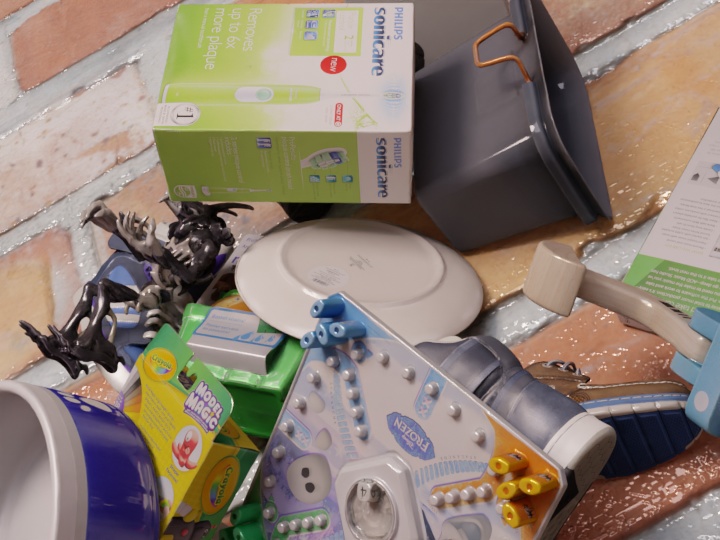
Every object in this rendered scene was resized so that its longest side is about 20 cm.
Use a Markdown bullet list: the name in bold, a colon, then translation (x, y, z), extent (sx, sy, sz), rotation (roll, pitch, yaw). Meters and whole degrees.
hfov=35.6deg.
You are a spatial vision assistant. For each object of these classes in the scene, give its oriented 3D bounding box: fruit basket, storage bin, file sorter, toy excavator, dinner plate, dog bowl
- **fruit basket**: translation (-0.063, 0.037, 0.907), extent (0.183, 0.094, 0.201), rotation (8, 49, 26)
- **storage bin**: translation (0.111, -0.120, 0.931), extent (0.133, 0.146, 0.202), rotation (-23, 44, 22)
- **file sorter**: translation (0.063, -0.279, 1.041), extent (0.137, 0.201, 0.126), rotation (-11, 45, 19)
- **toy excavator**: translation (0.221, 0.048, 0.705), extent (0.200, 0.192, 0.101), rotation (42, 117, 60)
- **dinner plate**: translation (0.000, 0.000, 0.885), extent (0.197, 0.025, 0.201), rotation (3, 31, -2)
- **dog bowl**: translation (-0.221, 0.178, 0.739), extent (0.199, 0.078, 0.203), rotation (-18, 64, 41)

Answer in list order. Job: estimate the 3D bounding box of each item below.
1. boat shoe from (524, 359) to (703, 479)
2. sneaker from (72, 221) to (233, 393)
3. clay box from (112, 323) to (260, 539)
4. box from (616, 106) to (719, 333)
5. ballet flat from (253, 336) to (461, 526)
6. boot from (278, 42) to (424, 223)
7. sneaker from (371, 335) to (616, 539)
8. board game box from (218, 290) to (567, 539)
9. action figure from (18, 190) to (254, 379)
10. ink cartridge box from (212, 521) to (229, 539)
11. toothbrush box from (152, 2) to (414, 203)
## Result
- **boat shoe**: translation (0.131, 0.098, 0.767), extent (0.197, 0.073, 0.073), rotation (-12, 42, 16)
- **sneaker**: translation (-0.166, 0.028, 0.980), extent (0.146, 0.081, 0.200), rotation (-39, 39, -2)
- **clay box**: translation (-0.143, 0.150, 0.764), extent (0.115, 0.047, 0.202), rotation (39, 101, 45)
- **box**: translation (0.291, -0.029, 0.818), extent (0.143, 0.036, 0.201), rotation (17, 61, 37)
- **ballet flat**: translation (-0.004, 0.116, 0.782), extent (0.200, 0.069, 0.069), rotation (-48, 45, 4)
- **boot**: translation (-0.038, -0.154, 1.048), extent (0.201, 0.070, 0.132), rotation (-50, 45, 6)
- **sneaker**: translation (0.053, 0.138, 0.712), extent (0.146, 0.077, 0.204), rotation (38, 108, 29)
- **board game box**: translation (0.006, 0.148, 0.687), extent (0.199, 0.026, 0.202), rotation (37, 113, 34)
- **action figure**: translation (-0.178, -0.010, 0.904), extent (0.200, 0.102, 0.118), rotation (-48, 25, -26)
- **ink cartridge box**: translation (-0.192, 0.248, 0.826), extent (0.198, 0.043, 0.197), rotation (20, 68, 37)
- **toothbrush box**: translation (-0.055, -0.136, 0.903), extent (0.197, 0.087, 0.147), rotation (2, 53, 3)
